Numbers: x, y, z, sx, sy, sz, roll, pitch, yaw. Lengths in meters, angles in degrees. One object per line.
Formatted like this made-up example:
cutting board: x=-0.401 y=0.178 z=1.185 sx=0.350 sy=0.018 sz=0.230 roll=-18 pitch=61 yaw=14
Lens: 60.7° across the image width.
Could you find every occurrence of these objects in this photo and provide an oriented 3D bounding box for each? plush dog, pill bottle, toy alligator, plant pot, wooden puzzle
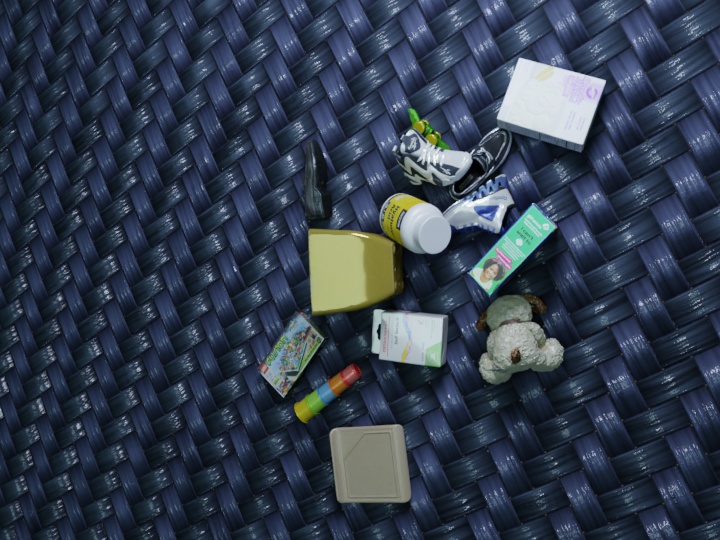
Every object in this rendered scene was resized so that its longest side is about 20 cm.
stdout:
plush dog: x=0.337 y=0.138 z=1.373 sx=0.195 sy=0.160 sz=0.177 roll=-18 pitch=59 yaw=19
pill bottle: x=0.126 y=-0.104 z=1.399 sx=0.108 sy=0.200 sz=0.115 roll=-6 pitch=108 yaw=-20
toy alligator: x=0.170 y=-0.297 z=1.459 sx=0.200 sy=0.059 sz=0.054 roll=47 pitch=117 yaw=1
plant pot: x=0.000 y=0.000 z=1.470 sx=0.193 sy=0.194 sz=0.203 roll=-2 pitch=91 yaw=16
wooden puzzle: x=0.025 y=0.488 z=1.554 sx=0.194 sy=0.037 sz=0.192 roll=-8 pitch=88 yaw=17

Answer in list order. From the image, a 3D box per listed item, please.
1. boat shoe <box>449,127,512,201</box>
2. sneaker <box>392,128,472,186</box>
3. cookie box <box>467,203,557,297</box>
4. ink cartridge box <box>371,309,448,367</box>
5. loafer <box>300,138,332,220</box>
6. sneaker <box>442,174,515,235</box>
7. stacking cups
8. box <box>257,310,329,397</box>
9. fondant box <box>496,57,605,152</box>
boat shoe: x=0.275 y=-0.248 z=1.399 sx=0.072 sy=0.068 sz=0.200 roll=43 pitch=93 yaw=8
sneaker: x=0.150 y=-0.263 z=1.392 sx=0.197 sy=0.129 sz=0.081 roll=13 pitch=69 yaw=52
cookie box: x=0.336 y=-0.046 z=1.341 sx=0.075 sy=0.171 sz=0.201 roll=44 pitch=106 yaw=11
ink cartridge box: x=0.110 y=0.160 z=1.490 sx=0.194 sy=0.067 sz=0.122 roll=4 pitch=93 yaw=21
loafer: x=-0.125 y=-0.230 z=1.572 sx=0.070 sy=0.072 sz=0.207 roll=-7 pitch=88 yaw=25
sneaker: x=0.275 y=-0.118 z=1.410 sx=0.197 sy=0.080 sz=0.117 roll=-34 pitch=78 yaw=17
stacking cups: x=-0.082 y=0.313 z=1.573 sx=0.199 sy=0.060 sz=0.061 roll=-39 pitch=78 yaw=18
box: x=-0.179 y=0.220 z=1.624 sx=0.109 sy=0.035 sz=0.202 roll=39 pitch=105 yaw=16
fondant box: x=0.416 y=-0.364 z=1.348 sx=0.195 sy=0.058 sz=0.148 roll=22 pitch=89 yaw=18
